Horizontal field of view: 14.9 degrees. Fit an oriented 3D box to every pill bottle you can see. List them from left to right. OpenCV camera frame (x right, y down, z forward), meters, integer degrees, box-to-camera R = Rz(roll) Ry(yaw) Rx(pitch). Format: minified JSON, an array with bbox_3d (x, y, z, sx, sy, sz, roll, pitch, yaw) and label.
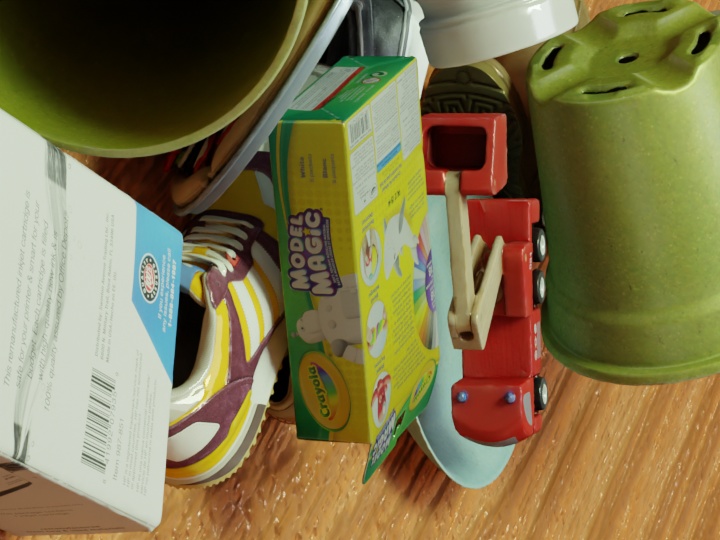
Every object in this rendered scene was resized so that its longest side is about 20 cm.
[{"bbox_3d":[0.049,-0.216,1.459,0.113,0.112,0.201,-37,113,-61],"label":"pill bottle"}]

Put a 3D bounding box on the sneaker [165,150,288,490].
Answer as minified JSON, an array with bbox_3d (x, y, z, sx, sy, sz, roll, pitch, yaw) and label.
[{"bbox_3d":[-0.074,0.007,1.399,0.090,0.074,0.201,62,33,-49],"label":"sneaker"}]

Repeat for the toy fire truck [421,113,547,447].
[{"bbox_3d":[0.071,0.008,1.604,0.141,0.048,0.202,-17,106,-74],"label":"toy fire truck"}]

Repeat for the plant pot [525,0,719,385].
[{"bbox_3d":[0.188,-0.061,1.726,0.201,0.199,0.185,-60,139,-51],"label":"plant pot"}]

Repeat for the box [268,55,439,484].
[{"bbox_3d":[0.000,0.000,1.428,0.117,0.048,0.202,-45,133,-61],"label":"box"}]

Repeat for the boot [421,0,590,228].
[{"bbox_3d":[0.100,-0.133,1.813,0.176,0.066,0.201,76,25,-45],"label":"boot"}]

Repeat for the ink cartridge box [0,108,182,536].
[{"bbox_3d":[-0.164,0.022,1.196,0.200,0.083,0.146,37,53,-57],"label":"ink cartridge box"}]

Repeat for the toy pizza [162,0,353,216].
[{"bbox_3d":[-0.048,-0.118,1.394,0.032,0.200,0.201,32,46,-11],"label":"toy pizza"}]

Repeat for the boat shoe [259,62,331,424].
[{"bbox_3d":[-0.029,-0.017,1.499,0.068,0.074,0.202,10,77,-69],"label":"boat shoe"}]

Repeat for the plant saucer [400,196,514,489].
[{"bbox_3d":[0.049,0.035,1.695,0.201,0.038,0.203,19,68,-62],"label":"plant saucer"}]

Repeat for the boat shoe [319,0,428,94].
[{"bbox_3d":[-0.010,-0.067,1.565,0.067,0.072,0.202,14,84,-28],"label":"boat shoe"}]

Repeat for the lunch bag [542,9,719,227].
[{"bbox_3d":[0.234,-0.091,1.921,0.118,0.199,0.165,59,34,-40],"label":"lunch bag"}]

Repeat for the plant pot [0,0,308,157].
[{"bbox_3d":[-0.096,-0.169,1.298,0.200,0.186,0.189,-59,138,-71],"label":"plant pot"}]
